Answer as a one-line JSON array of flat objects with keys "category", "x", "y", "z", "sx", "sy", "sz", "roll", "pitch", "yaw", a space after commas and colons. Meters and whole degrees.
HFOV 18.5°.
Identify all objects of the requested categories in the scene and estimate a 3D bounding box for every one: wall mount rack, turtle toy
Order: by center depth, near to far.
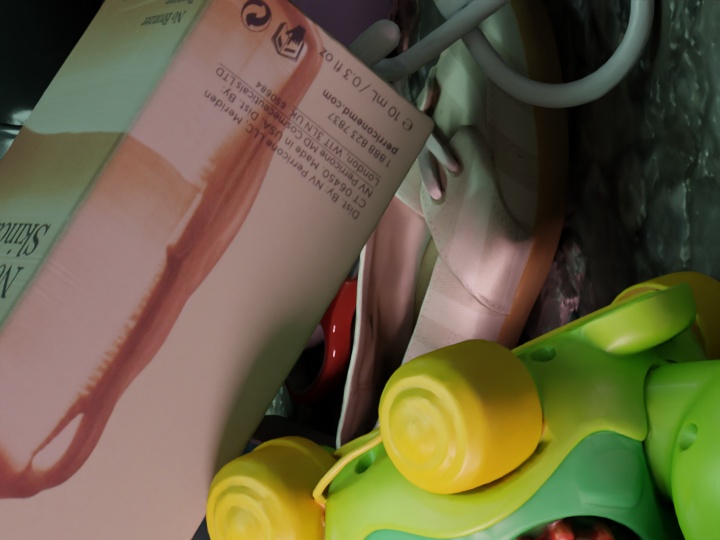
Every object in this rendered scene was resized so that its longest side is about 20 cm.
[{"category": "turtle toy", "x": 0.062, "y": 0.064, "z": 0.618, "sx": 0.200, "sy": 0.145, "sz": 0.101, "roll": -30, "pitch": 80, "yaw": 41}, {"category": "wall mount rack", "x": 0.037, "y": -0.154, "z": 0.674, "sx": 0.174, "sy": 0.075, "sz": 0.200, "roll": -36, "pitch": 80, "yaw": 22}]

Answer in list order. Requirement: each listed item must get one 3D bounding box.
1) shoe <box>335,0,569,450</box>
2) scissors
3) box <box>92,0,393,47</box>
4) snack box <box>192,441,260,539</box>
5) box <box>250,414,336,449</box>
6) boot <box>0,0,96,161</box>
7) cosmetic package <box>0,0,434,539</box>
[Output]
[{"category": "shoe", "x": 0.030, "y": -0.007, "z": 0.785, "sx": 0.070, "sy": 0.053, "sz": 0.201, "roll": -124, "pitch": 37, "yaw": -51}, {"category": "scissors", "x": 0.000, "y": 0.000, "z": 0.920, "sx": 0.200, "sy": 0.014, "sz": 0.073, "roll": 138, "pitch": 127, "yaw": -62}, {"category": "box", "x": -0.059, "y": -0.191, "z": 0.877, "sx": 0.200, "sy": 0.123, "sz": 0.199, "roll": 110, "pitch": 149, "yaw": -43}, {"category": "snack box", "x": -0.088, "y": 0.168, "z": 0.801, "sx": 0.169, "sy": 0.067, "sz": 0.201, "roll": -23, "pitch": -51, "yaw": -78}, {"category": "box", "x": -0.020, "y": 0.172, "z": 0.972, "sx": 0.144, "sy": 0.036, "sz": 0.201, "roll": -167, "pitch": 75, "yaw": -67}, {"category": "boot", "x": -0.114, "y": -0.145, "z": 0.794, "sx": 0.165, "sy": 0.065, "sz": 0.201, "roll": 25, "pitch": 112, "yaw": 62}, {"category": "cosmetic package", "x": -0.077, "y": 0.014, "z": 0.662, "sx": 0.103, "sy": 0.087, "sz": 0.200, "roll": 0, "pitch": 56, "yaw": 60}]
